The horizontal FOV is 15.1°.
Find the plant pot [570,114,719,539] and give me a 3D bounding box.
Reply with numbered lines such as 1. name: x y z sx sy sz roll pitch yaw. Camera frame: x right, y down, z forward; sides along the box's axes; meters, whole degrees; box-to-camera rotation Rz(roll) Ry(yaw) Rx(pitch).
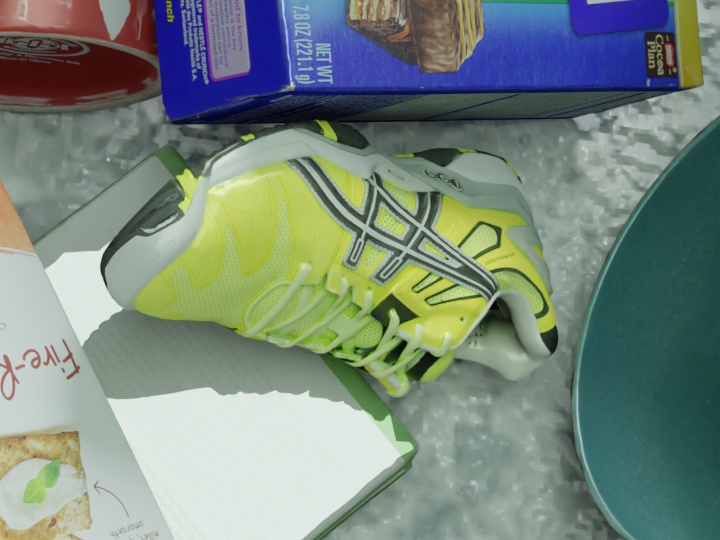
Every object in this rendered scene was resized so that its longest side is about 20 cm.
1. plant pot: 0.194 0.040 0.956 0.135 0.200 0.201 32 68 -37

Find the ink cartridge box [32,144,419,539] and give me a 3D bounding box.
1. ink cartridge box: -0.099 0.071 0.951 0.200 0.048 0.146 -38 84 -16

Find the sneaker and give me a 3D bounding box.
1. sneaker: 0.000 0.000 0.928 0.200 0.075 0.077 -3 57 -45

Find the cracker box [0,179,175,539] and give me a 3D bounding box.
1. cracker box: -0.137 0.074 0.859 0.134 0.058 0.200 -17 77 -47

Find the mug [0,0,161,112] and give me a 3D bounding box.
1. mug: -0.095 -0.167 0.967 0.177 0.133 0.201 -2 78 14

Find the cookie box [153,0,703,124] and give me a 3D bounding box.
1. cookie box: 0.023 -0.141 0.957 0.200 0.075 0.172 -4 88 -41
